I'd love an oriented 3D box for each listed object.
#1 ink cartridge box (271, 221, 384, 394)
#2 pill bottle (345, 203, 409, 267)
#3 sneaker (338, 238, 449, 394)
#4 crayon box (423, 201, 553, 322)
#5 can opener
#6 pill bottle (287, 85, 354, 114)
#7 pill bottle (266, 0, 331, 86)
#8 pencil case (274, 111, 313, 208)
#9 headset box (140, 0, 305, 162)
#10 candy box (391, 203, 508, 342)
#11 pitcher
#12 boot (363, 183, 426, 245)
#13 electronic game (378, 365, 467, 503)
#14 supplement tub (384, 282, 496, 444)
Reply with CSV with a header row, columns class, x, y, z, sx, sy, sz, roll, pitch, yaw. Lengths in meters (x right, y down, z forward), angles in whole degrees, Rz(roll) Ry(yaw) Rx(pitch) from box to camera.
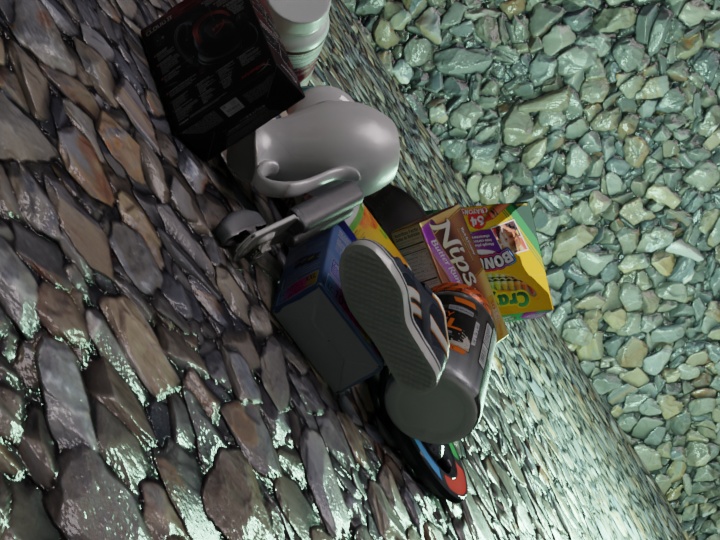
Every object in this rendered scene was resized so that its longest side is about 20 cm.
class,x,y,z,sx,sy,sz,roll,pitch,yaw
ink cartridge box,-0.027,0.027,1.523,0.137,0.076,0.201,54,21,-23
pill bottle,0.000,0.000,1.681,0.201,0.110,0.111,52,13,-28
sneaker,0.040,0.039,1.448,0.201,0.078,0.080,65,34,-25
crayon box,0.177,-0.007,1.933,0.058,0.198,0.175,131,-50,-65
can opener,-0.081,-0.065,1.456,0.067,0.053,0.199,50,44,10
pill bottle,-0.061,-0.207,1.822,0.111,0.110,0.200,55,-5,-13
pill bottle,-0.109,-0.344,1.860,0.115,0.113,0.200,61,-23,15
pencil case,-0.107,-0.155,1.706,0.201,0.077,0.090,56,34,-15
headset box,-0.169,-0.255,1.527,0.075,0.148,0.201,43,19,-53
candy box,0.125,0.020,1.775,0.116,0.056,0.202,-25,96,-52
pitcher,-0.049,-0.134,1.559,0.172,0.198,0.122,-119,-147,-52
boot,0.019,-0.080,1.896,0.200,0.069,0.174,48,-17,6
electronic game,0.083,0.212,1.669,0.201,0.041,0.200,55,12,-18
supplement tub,0.105,0.110,1.603,0.123,0.122,0.201,53,29,-22
